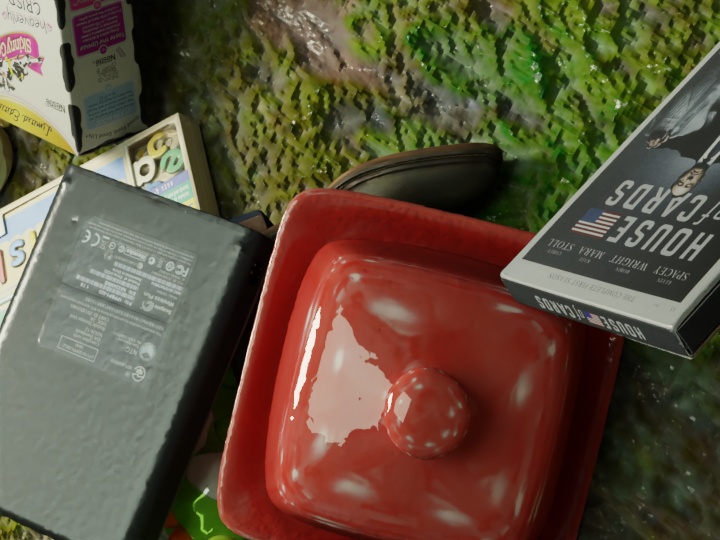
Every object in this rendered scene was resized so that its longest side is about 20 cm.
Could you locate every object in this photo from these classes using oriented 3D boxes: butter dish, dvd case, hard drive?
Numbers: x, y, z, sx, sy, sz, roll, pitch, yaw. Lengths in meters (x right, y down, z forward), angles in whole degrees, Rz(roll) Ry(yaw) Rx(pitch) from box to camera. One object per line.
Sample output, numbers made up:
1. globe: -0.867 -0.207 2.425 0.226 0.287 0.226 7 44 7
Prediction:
1. butter dish: 0.033 0.069 1.063 0.198 0.148 0.202 14 91 1
2. dvd case: 0.175 -0.048 0.992 0.200 0.025 0.150 -45 26 -14
3. hard drive: -0.146 0.054 1.167 0.139 0.033 0.202 20 84 25

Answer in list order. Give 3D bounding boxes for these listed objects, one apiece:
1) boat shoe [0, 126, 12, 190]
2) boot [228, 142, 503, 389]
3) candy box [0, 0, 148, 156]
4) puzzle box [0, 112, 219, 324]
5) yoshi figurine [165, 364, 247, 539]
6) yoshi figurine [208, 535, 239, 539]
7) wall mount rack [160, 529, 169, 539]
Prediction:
1. boat shoe: -0.323 -0.023 1.475 0.201 0.063 0.073 -54 53 18
2. boot: 0.000 0.000 1.180 0.198 0.075 0.098 -22 69 15
3. candy box: -0.212 -0.191 1.350 0.136 0.061 0.202 24 129 45
4. puzzle box: -0.178 -0.002 1.350 0.199 0.025 0.134 -26 64 23
5. yoshi figurine: -0.071 0.109 1.227 0.111 0.113 0.202 -10 56 0
6. yoshi figurine: -0.032 0.235 1.094 0.112 0.200 0.112 -44 12 -17
7. wall mount rack: -0.161 0.130 1.270 0.074 0.174 0.202 -16 70 5
